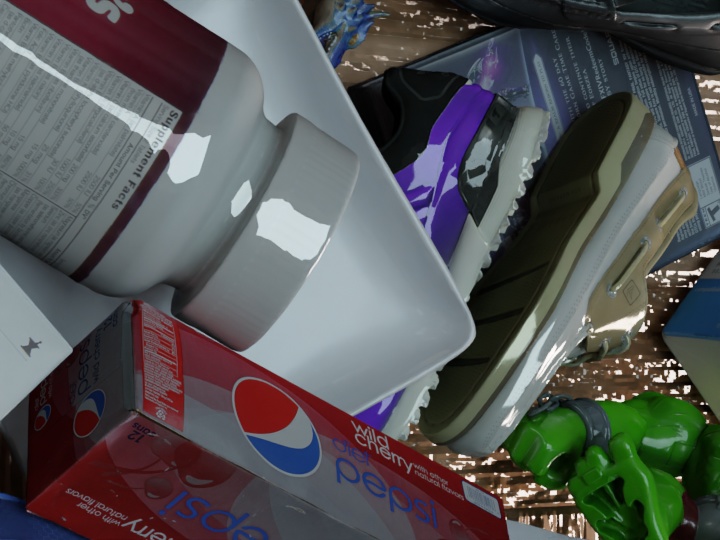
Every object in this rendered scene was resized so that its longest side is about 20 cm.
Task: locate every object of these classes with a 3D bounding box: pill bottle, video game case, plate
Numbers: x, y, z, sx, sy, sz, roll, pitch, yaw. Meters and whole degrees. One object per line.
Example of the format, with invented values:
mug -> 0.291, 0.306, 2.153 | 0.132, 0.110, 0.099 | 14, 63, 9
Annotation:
pill bottle -> -0.107, -0.059, 0.857 | 0.200, 0.110, 0.110 | 32, 70, -12
video game case -> 0.094, -0.053, 1.100 | 0.200, 0.019, 0.143 | -25, 102, -32
plate -> -0.080, -0.008, 0.934 | 0.199, 0.032, 0.200 | -31, 95, -16

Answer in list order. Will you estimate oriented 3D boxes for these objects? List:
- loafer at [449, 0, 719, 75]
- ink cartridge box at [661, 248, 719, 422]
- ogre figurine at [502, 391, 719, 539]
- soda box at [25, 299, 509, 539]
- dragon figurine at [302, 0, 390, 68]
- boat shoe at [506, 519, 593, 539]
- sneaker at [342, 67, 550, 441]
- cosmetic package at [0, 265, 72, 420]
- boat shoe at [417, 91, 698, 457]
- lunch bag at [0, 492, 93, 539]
loafer -> 0.113, -0.146, 1.069 | 0.200, 0.070, 0.068 | 14, 63, -22
ink cartridge box -> 0.256, 0.003, 1.178 | 0.200, 0.067, 0.116 | -52, 120, -25
ogre figurine -> 0.173, 0.110, 1.068 | 0.120, 0.199, 0.099 | -32, 128, -64
soda box -> -0.032, 0.091, 0.881 | 0.200, 0.070, 0.064 | 32, 33, -31
dragon figurine -> -0.014, -0.189, 1.003 | 0.099, 0.059, 0.201 | 25, 75, -32
boat shoe -> 0.067, 0.145, 0.967 | 0.074, 0.199, 0.067 | 37, 62, -53
sneaker -> 0.000, 0.000, 1.008 | 0.099, 0.070, 0.201 | 26, 86, -5
cosmetic package -> -0.218, 0.004, 0.765 | 0.200, 0.052, 0.151 | 50, 59, -12
boat shoe -> 0.099, 0.011, 1.045 | 0.068, 0.075, 0.200 | 42, 65, -20
lunch bag -> -0.107, 0.182, 0.864 | 0.200, 0.136, 0.133 | 33, 29, -31
